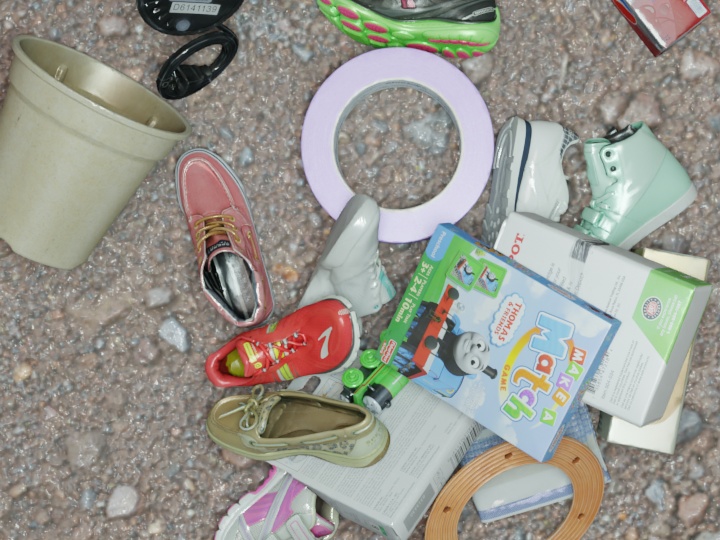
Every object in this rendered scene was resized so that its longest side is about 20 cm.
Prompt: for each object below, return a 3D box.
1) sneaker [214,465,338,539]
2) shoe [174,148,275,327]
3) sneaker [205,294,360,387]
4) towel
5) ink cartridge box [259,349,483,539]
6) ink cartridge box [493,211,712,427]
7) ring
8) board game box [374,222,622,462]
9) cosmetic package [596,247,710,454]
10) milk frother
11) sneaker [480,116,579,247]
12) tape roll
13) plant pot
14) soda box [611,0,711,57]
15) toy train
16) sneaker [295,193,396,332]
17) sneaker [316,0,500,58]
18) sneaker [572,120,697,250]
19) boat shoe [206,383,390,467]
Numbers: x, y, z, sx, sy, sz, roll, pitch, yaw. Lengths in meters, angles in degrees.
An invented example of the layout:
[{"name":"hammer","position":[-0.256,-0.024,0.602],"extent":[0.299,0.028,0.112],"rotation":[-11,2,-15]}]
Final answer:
[{"name":"sneaker","position":[-0.075,0.258,1.606],"extent":[0.088,0.081,0.200],"rotation":[37,93,33]},{"name":"shoe","position":[-0.143,-0.035,1.616],"extent":[0.071,0.091,0.201],"rotation":[-21,89,2]},{"name":"sneaker","position":[-0.081,0.084,1.572],"extent":[0.200,0.085,0.077],"rotation":[-26,82,41]},{"name":"towel","position":[0.166,0.154,1.624],"extent":[0.146,0.024,0.201],"rotation":[-18,97,0]},{"name":"ink cartridge box","position":[0.003,0.170,1.585],"extent":[0.199,0.050,0.161],"rotation":[20,62,34]},{"name":"ink cartridge box","position":[0.219,0.044,1.515],"extent":[0.199,0.084,0.146],"rotation":[24,102,23]},{"name":"ring","position":[0.156,0.243,1.588],"extent":[0.199,0.019,0.201],"rotation":[-11,126,-15]},{"name":"board game box","position":[0.129,0.067,1.493],"extent":[0.200,0.037,0.152],"rotation":[31,104,22]},{"name":"cosmetic package","position":[0.298,0.080,1.593],"extent":[0.071,0.105,0.201],"rotation":[11,89,3]},{"name":"milk frother","position":[-0.196,-0.309,1.604],"extent":[0.200,0.180,0.189],"rotation":[-48,50,29]},{"name":"sneaker","position":[0.175,-0.057,1.616],"extent":[0.080,0.076,0.201],"rotation":[9,96,-18]},{"name":"tape roll","position":[0.039,-0.129,1.622],"extent":[0.199,0.066,0.201],"rotation":[0,91,3]},{"name":"plant pot","position":[-0.303,-0.112,1.587],"extent":[0.200,0.200,0.184],"rotation":[31,103,2]},{"name":"soda box","position":[0.273,-0.320,1.607],"extent":[0.063,0.070,0.200],"rotation":[-37,89,3]},{"name":"toy train","position":[0.056,0.072,1.593],"extent":[0.056,0.042,0.200],"rotation":[31,63,25]},{"name":"sneaker","position":[0.000,0.000,1.581],"extent":[0.088,0.200,0.075],"rotation":[24,51,-3]},{"name":"sneaker","position":[0.049,-0.277,1.625],"extent":[0.199,0.077,0.084],"rotation":[11,73,0]},{"name":"sneaker","position":[0.235,-0.068,1.595],"extent":[0.200,0.074,0.118],"rotation":[-38,105,-3]},{"name":"boat shoe","position":[-0.068,0.148,1.555],"extent":[0.199,0.063,0.074],"rotation":[2,54,22]}]
